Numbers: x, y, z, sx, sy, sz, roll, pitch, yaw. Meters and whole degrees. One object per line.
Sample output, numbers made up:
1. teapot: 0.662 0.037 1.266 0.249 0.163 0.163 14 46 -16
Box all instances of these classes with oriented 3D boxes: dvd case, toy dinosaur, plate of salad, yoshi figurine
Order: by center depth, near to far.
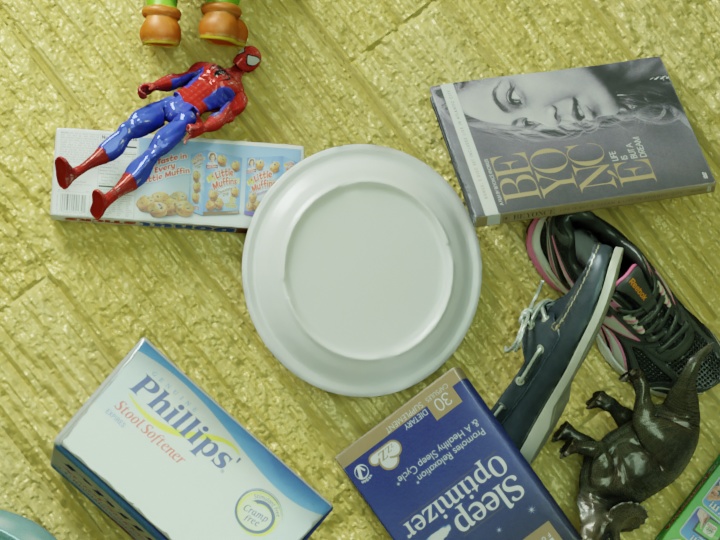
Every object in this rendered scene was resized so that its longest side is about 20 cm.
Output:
1. toy dinosaur: 0.220 0.142 1.713 0.102 0.077 0.200 43 82 -8
2. plate of salad: 0.000 0.000 1.714 0.199 0.048 0.201 0 89 -17
3. yoshi figurine: -0.133 -0.280 1.726 0.112 0.112 0.201 -2 93 -40
4. dvd case: 0.169 -0.107 1.733 0.199 0.016 0.149 -9 50 -9

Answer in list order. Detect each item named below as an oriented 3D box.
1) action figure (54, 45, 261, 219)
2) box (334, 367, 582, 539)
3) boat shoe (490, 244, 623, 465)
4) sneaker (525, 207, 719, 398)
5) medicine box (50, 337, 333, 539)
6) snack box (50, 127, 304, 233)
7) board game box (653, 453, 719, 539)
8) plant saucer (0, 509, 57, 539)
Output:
1. action figure: -0.149 -0.120 1.692 0.065 0.052 0.200 38 56 18
2. box: 0.086 0.190 1.674 0.121 0.032 0.200 -38 81 8
3. boat shoe: 0.147 0.060 1.680 0.062 0.075 0.201 27 121 10
4. sneaker: 0.214 0.026 1.721 0.200 0.086 0.080 41 80 -1
5. medicine box: -0.130 0.157 1.592 0.182 0.200 0.103 41 78 0
6. snack box: -0.145 -0.070 1.716 0.199 0.024 0.072 4 79 -8
7. board game box: 0.349 0.238 1.737 0.200 0.029 0.135 40 77 -1
8. plant saucer: -0.302 0.266 1.600 0.199 0.027 0.201 -3 62 6
